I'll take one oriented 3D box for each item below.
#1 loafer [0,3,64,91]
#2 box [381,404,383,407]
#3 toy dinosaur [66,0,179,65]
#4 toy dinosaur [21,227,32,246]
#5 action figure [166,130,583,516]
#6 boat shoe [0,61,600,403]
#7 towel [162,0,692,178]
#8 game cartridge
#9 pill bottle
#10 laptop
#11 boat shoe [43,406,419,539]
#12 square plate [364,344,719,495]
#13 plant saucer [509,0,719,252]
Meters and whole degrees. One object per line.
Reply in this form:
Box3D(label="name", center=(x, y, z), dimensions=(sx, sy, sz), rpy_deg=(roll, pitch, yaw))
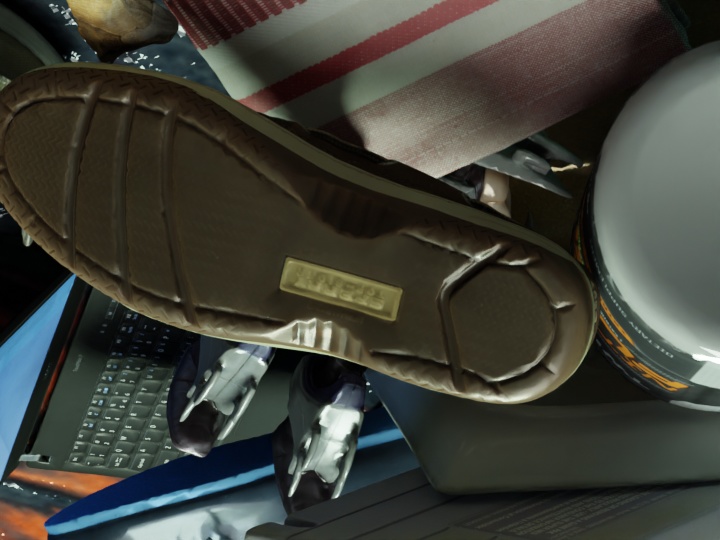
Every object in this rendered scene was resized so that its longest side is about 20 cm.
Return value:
Box3D(label="loafer", center=(-0.185, -0.066, 0.974), dimensions=(0.200, 0.070, 0.075), rpy_deg=(21, 139, -31))
Box3D(label="box", center=(0.084, 0.111, 1.283), dimensions=(0.200, 0.049, 0.082), rpy_deg=(19, 140, -29))
Box3D(label="toy dinosaur", center=(-0.084, -0.137, 0.839), dimensions=(0.106, 0.060, 0.200), rpy_deg=(-13, 126, 13))
Box3D(label="toy dinosaur", center=(-0.201, 0.026, 0.968), dimensions=(0.135, 0.086, 0.200), rpy_deg=(14, 138, -44))
Box3D(label="action figure", center=(0.000, 0.000, 1.019), dimensions=(0.130, 0.069, 0.200), rpy_deg=(24, 129, -7))
Box3D(label="boat shoe", center=(-0.021, -0.011, 0.912), dimensions=(0.202, 0.075, 0.075), rpy_deg=(24, 104, 9))
Box3D(label="towel", center=(-0.004, -0.117, 0.896), dimensions=(0.144, 0.023, 0.200), rpy_deg=(-24, 117, 23))
Box3D(label="game cartridge", center=(0.071, 0.092, 1.023), dimensions=(0.130, 0.038, 0.200), rpy_deg=(12, -162, 39))
Box3D(label="pill bottle", center=(0.124, -0.008, 0.958), dimensions=(0.106, 0.106, 0.200), rpy_deg=(-5, 172, 1))
Box3D(label="laptop", center=(-0.095, 0.076, 1.164), dimensions=(0.200, 0.103, 0.177), rpy_deg=(8, 145, -15))
Box3D(label="boat shoe", center=(-0.024, 0.102, 1.144), dimensions=(0.200, 0.069, 0.084), rpy_deg=(-12, -171, -2))
Box3D(label="square plate", center=(0.110, 0.043, 1.103), dimensions=(0.198, 0.200, 0.028), rpy_deg=(-4, 102, -7))
Box3D(label="plant saucer", center=(0.071, -0.073, 1.023), dimensions=(0.200, 0.035, 0.200), rpy_deg=(-2, 145, -2))
